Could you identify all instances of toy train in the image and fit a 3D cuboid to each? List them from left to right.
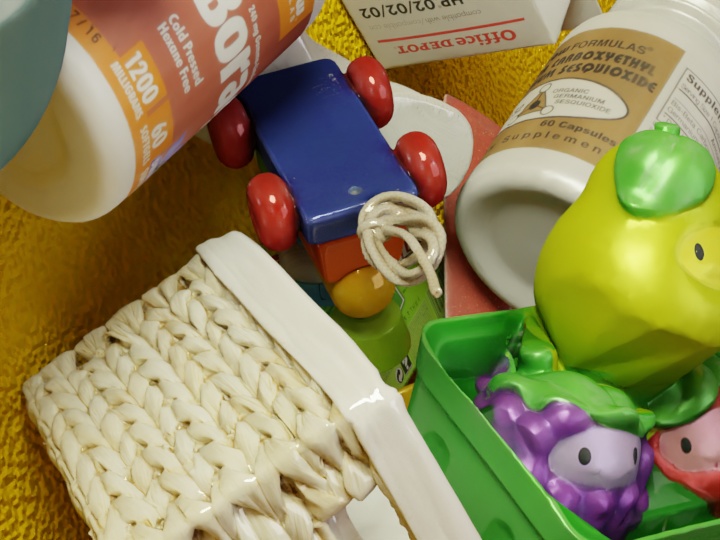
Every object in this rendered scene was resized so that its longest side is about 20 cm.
[{"bbox_3d":[0.000,0.000,0.846,0.200,0.084,0.116,-120,-163,-51],"label":"toy train"}]

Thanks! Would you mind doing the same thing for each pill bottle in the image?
[{"bbox_3d":[-0.084,-0.120,0.810,0.200,0.112,0.112,-47,126,-34],"label":"pill bottle"},{"bbox_3d":[0.142,-0.072,1.031,0.200,0.114,0.115,-55,131,-35],"label":"pill bottle"}]

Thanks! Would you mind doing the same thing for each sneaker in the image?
[{"bbox_3d":[-0.043,-0.091,0.955,0.200,0.088,0.075,27,95,-29],"label":"sneaker"}]

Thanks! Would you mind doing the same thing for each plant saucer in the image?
[{"bbox_3d":[0.086,0.013,1.122,0.200,0.037,0.201,25,64,-74],"label":"plant saucer"}]

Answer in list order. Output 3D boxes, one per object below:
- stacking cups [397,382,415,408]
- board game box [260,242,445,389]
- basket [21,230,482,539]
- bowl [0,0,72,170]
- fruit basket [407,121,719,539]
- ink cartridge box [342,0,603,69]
[{"bbox_3d":[0.058,0.156,0.980,0.060,0.060,0.201,-39,114,-53],"label":"stacking cups"},{"bbox_3d":[-0.020,0.035,0.989,0.200,0.047,0.102,-57,132,-46],"label":"board game box"},{"bbox_3d":[-0.043,0.091,0.785,0.123,0.200,0.136,-33,117,-7],"label":"basket"},{"bbox_3d":[-0.173,-0.122,0.628,0.200,0.105,0.202,10,68,-26],"label":"bowl"},{"bbox_3d":[0.128,0.047,0.871,0.156,0.216,0.215,52,18,29],"label":"fruit basket"},{"bbox_3d":[0.044,-0.180,1.058,0.200,0.115,0.068,56,42,-38],"label":"ink cartridge box"}]
